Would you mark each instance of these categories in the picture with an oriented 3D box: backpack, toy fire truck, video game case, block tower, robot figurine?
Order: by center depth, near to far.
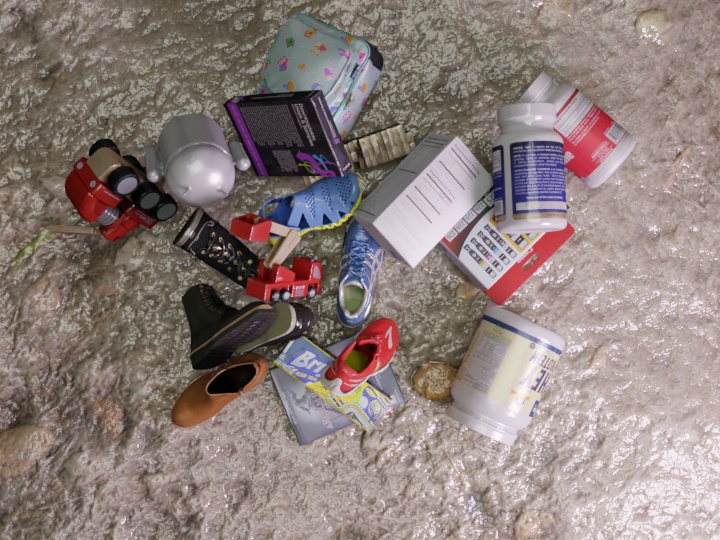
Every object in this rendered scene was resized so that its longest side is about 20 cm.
[{"bbox_3d":[-0.133,-0.021,1.593,0.049,0.200,0.141,19,105,36],"label":"toy fire truck"},{"bbox_3d":[-0.270,-0.181,1.599,0.169,0.200,0.113,-11,132,-11],"label":"robot figurine"},{"bbox_3d":[-0.439,-0.107,1.611,0.200,0.176,0.129,-42,62,4],"label":"toy fire truck"},{"bbox_3d":[-0.078,-0.312,1.620,0.176,0.153,0.200,29,103,18],"label":"backpack"},{"bbox_3d":[-0.008,-0.198,1.667,0.200,0.058,0.054,-20,101,-3],"label":"block tower"},{"bbox_3d":[-0.040,0.200,1.681,0.200,0.019,0.143,-23,89,-2],"label":"video game case"}]

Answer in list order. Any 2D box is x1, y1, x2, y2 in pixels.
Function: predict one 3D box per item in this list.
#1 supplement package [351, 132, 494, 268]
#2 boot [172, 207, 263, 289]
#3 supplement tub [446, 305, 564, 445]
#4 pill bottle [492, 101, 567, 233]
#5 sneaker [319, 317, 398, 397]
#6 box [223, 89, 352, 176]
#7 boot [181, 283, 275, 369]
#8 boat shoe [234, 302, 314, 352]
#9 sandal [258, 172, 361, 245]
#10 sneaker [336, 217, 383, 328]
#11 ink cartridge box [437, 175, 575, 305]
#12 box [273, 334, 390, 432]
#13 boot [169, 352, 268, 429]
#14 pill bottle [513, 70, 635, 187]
[{"bbox_3d":[0.103,-0.120,1.610,0.200,0.114,0.110,-45,112,-5],"label":"supplement package"},{"bbox_3d":[-0.223,-0.030,1.593,0.154,0.204,0.074,37,89,-4],"label":"boot"},{"bbox_3d":[0.239,0.176,1.623,0.145,0.145,0.200,25,89,0],"label":"supplement tub"},{"bbox_3d":[0.271,-0.163,1.563,0.115,0.116,0.201,-2,88,-1],"label":"pill bottle"},{"bbox_3d":[0.016,0.135,1.596,0.077,0.200,0.085,42,133,4],"label":"sneaker"},{"bbox_3d":[-0.119,-0.220,1.578,0.036,0.200,0.143,-47,128,-36],"label":"box"},{"bbox_3d":[-0.231,0.062,1.596,0.200,0.077,0.139,-34,63,34],"label":"boot"},{"bbox_3d":[-0.165,0.097,1.624,0.201,0.063,0.074,-15,75,37],"label":"boat shoe"},{"bbox_3d":[-0.090,-0.105,1.619,0.200,0.087,0.080,-28,63,17],"label":"sandal"},{"bbox_3d":[0.000,0.000,1.656,0.076,0.077,0.201,5,86,1],"label":"sneaker"},{"bbox_3d":[0.253,-0.066,1.659,0.200,0.084,0.176,-45,90,-2],"label":"ink cartridge box"},{"bbox_3d":[-0.048,0.184,1.640,0.200,0.064,0.070,36,88,0],"label":"box"},{"bbox_3d":[-0.240,0.205,1.608,0.200,0.155,0.077,-28,90,-1],"label":"boot"},{"bbox_3d":[0.358,-0.243,1.650,0.200,0.112,0.112,40,88,0],"label":"pill bottle"}]
